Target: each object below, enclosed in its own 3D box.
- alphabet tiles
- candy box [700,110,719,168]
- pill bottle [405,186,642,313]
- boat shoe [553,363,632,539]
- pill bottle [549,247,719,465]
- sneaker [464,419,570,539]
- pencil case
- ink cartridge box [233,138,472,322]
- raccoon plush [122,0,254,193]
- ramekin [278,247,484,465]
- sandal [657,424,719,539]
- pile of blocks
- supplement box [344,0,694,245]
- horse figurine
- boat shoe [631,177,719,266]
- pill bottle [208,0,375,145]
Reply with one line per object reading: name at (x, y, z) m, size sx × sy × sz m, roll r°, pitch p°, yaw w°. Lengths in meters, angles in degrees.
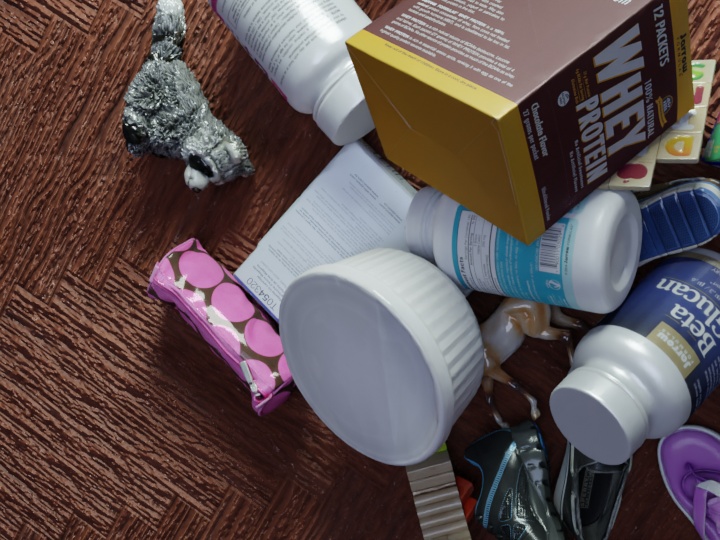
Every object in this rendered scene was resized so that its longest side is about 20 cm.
alphabet tiles at (0.222, -0.143, 0.839) m, size 0.165 × 0.201 × 0.006 m, roll 4°, pitch 140°, yaw 25°
candy box at (0.368, -0.175, 0.792) m, size 0.077 × 0.169 × 0.201 m, roll 22°, pitch 100°, yaw 9°
pill bottle at (0.142, -0.031, 0.850) m, size 0.199 × 0.111 × 0.112 m, roll 11°, pitch 99°, yaw 33°
boat shoe at (0.233, 0.170, 0.904) m, size 0.070 × 0.064 × 0.201 m, roll 0°, pitch 107°, yaw -8°
pill bottle at (0.258, 0.076, 0.826) m, size 0.200 × 0.111 × 0.111 m, roll -38°, pitch 84°, yaw -28°
sneaker at (0.156, 0.249, 0.902) m, size 0.081 × 0.073 × 0.201 m, roll -16°, pitch 59°, yaw 11°
pencil case at (-0.143, 0.059, 0.998) m, size 0.200 × 0.094 × 0.091 m, roll 44°, pitch 123°, yaw 9°
ink cartridge box at (0.000, 0.000, 0.980) m, size 0.196 × 0.043 × 0.200 m, roll 45°, pitch 107°, yaw 5°
raccoon plush at (-0.168, -0.184, 0.986) m, size 0.133 × 0.097 × 0.201 m, roll 10°, pitch 98°, yaw 6°
ramekin at (0.025, 0.072, 0.876) m, size 0.202 × 0.094 × 0.203 m, roll 27°, pitch 132°, yaw 34°
sandal at (0.356, 0.241, 0.900) m, size 0.082 × 0.050 × 0.203 m, roll -29°, pitch 87°, yaw 16°
pile of blocks at (0.082, 0.216, 0.959) m, size 0.062 × 0.082 × 0.201 m, roll -14°, pitch 76°, yaw 2°
supplement box at (0.135, -0.165, 0.795) m, size 0.200 × 0.133 × 0.197 m, roll -38°, pitch 45°, yaw -15°
horse figurine at (0.159, 0.074, 0.940) m, size 0.200 × 0.050 × 0.133 m, roll -42°, pitch 90°, yaw 18°
boat shoe at (0.253, -0.038, 0.884) m, size 0.199 × 0.072 × 0.073 m, roll -13°, pitch 102°, yaw 39°
pill bottle at (-0.050, -0.228, 0.924) m, size 0.113 × 0.113 × 0.200 m, roll -42°, pitch 78°, yaw 16°
